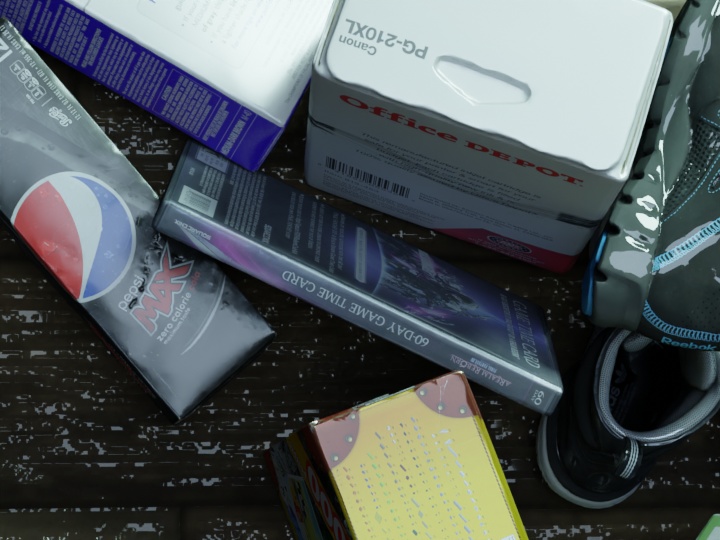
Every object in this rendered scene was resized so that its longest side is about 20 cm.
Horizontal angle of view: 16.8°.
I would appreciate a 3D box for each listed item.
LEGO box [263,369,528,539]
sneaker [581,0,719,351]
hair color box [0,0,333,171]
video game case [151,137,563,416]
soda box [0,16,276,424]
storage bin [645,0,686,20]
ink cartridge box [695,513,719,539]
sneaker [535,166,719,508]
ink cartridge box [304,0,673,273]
[{"bbox_3d":[0.033,0.157,1.126,0.077,0.149,0.201,-20,84,-13],"label":"LEGO box"},{"bbox_3d":[0.166,-0.056,1.135,0.082,0.073,0.201,19,76,2],"label":"sneaker"},{"bbox_3d":[-0.107,-0.149,1.185,0.199,0.065,0.110,31,64,-6],"label":"hair color box"},{"bbox_3d":[0.000,0.000,1.153,0.199,0.143,0.019,27,103,-6],"label":"video game case"},{"bbox_3d":[-0.129,-0.022,1.164,0.063,0.071,0.200,-41,90,-9],"label":"soda box"},{"bbox_3d":[0.126,-0.215,1.234,0.199,0.094,0.200,2,80,-10],"label":"storage bin"},{"bbox_3d":[0.207,0.173,1.133,0.059,0.199,0.104,-50,123,-31],"label":"ink cartridge box"},{"bbox_3d":[0.151,0.018,1.189,0.075,0.114,0.201,22,78,-7],"label":"sneaker"},{"bbox_3d":[0.054,-0.078,1.133,0.144,0.200,0.085,19,78,2],"label":"ink cartridge box"}]
